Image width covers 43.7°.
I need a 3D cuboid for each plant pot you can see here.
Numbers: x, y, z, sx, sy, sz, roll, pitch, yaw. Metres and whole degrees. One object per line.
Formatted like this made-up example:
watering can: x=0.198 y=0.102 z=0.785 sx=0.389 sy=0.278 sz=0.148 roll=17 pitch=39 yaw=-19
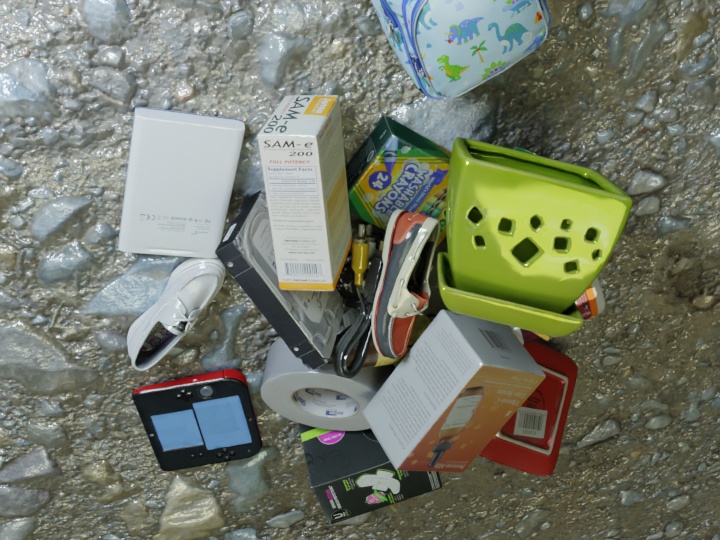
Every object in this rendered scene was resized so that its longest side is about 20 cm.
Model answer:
plant pot: x=0.189 y=-0.039 z=1.072 sx=0.197 sy=0.199 sz=0.184 roll=12 pitch=105 yaw=0

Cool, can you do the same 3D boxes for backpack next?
backpack: x=0.104 y=-0.304 z=0.963 sx=0.181 sy=0.148 sz=0.201 roll=-29 pitch=129 yaw=7

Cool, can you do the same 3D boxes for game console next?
game console: x=-0.252 y=0.241 z=1.416 sx=0.174 sy=0.031 sz=0.202 roll=-12 pitch=132 yaw=-6

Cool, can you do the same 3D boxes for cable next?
cable: x=0.007 y=0.042 z=1.192 sx=0.097 sy=0.050 sz=0.203 roll=16 pitch=90 yaw=-53

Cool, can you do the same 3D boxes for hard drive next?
hard drive: x=-0.095 y=0.011 z=1.145 sx=0.037 sy=0.140 sz=0.201 roll=-25 pitch=113 yaw=24
hard drive: x=-0.227 y=-0.104 z=1.124 sx=0.130 sy=0.026 sz=0.202 roll=4 pitch=129 yaw=-19

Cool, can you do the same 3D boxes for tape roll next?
tape roll: x=-0.047 y=0.169 z=1.335 sx=0.197 sy=0.067 sz=0.201 roll=6 pitch=149 yaw=4

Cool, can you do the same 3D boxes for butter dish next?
butter dish: x=0.233 y=0.212 z=1.465 sx=0.198 sy=0.147 sz=0.203 roll=23 pitch=77 yaw=-32

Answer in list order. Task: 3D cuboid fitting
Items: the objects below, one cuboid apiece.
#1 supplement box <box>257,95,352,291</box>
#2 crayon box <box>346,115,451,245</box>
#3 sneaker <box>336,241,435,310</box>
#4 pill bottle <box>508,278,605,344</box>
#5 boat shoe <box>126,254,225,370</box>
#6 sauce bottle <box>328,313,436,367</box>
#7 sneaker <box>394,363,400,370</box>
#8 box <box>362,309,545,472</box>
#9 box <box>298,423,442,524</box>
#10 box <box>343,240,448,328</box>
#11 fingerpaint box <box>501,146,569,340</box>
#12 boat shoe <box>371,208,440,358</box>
supplement box: x=-0.063 y=-0.093 z=1.079 sx=0.072 sy=0.127 sz=0.203 roll=2 pitch=120 yaw=11
crayon box: x=0.077 y=-0.105 z=1.194 sx=0.198 sy=0.052 sz=0.126 roll=22 pitch=121 yaw=-31
sneaker: x=0.000 y=0.001 z=1.258 sx=0.196 sy=0.060 sz=0.106 roll=14 pitch=102 yaw=0
pill bottle: x=0.253 y=0.047 z=1.338 sx=0.197 sy=0.110 sz=0.110 roll=-22 pitch=133 yaw=4
boat shoe: x=-0.255 y=0.061 z=1.231 sx=0.199 sy=0.069 sz=0.072 roll=-39 pitch=129 yaw=19
sauce bottle: x=0.020 y=0.100 z=1.239 sx=0.197 sy=0.065 sz=0.065 roll=-4 pitch=132 yaw=-23
sneaker: x=0.093 y=0.156 z=1.379 sx=0.069 sy=0.110 sz=0.200 roll=-24 pitch=143 yaw=13
box: x=0.128 y=0.171 z=1.239 sx=0.151 sy=0.107 sz=0.201 roll=13 pitch=121 yaw=-44
box: x=0.013 y=0.293 z=1.457 sx=0.197 sy=0.150 sz=0.125 roll=-18 pitch=135 yaw=-1
box: x=0.075 y=0.052 z=1.319 sx=0.199 sy=0.069 sz=0.082 roll=-37 pitch=131 yaw=18
fingerpaint box: x=0.234 y=-0.036 z=1.219 sx=0.165 sy=0.073 sz=0.202 roll=29 pitch=98 yaw=-16
boat shoe: x=0.061 y=0.023 z=1.162 sx=0.071 sy=0.062 sz=0.204 roll=-16 pitch=118 yaw=-57
